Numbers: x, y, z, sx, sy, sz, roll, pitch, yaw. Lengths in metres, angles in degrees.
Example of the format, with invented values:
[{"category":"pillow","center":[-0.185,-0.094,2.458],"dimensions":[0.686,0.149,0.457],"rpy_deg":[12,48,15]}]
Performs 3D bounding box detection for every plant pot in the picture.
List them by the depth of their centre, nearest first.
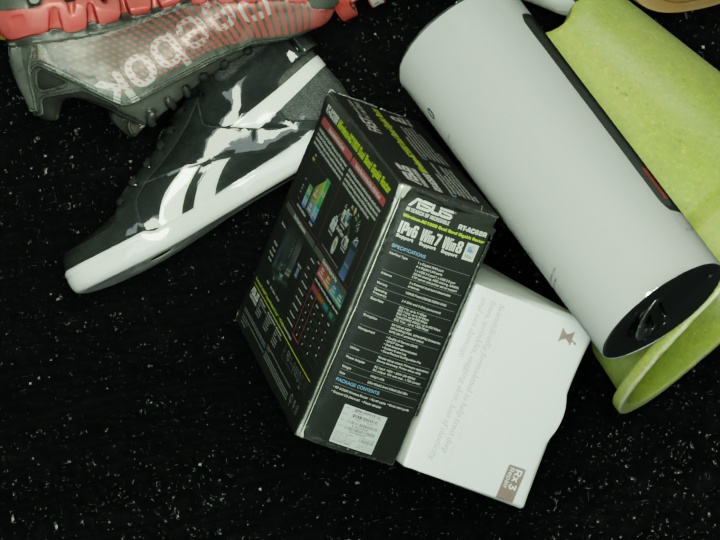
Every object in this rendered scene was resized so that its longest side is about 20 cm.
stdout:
[{"category":"plant pot","center":[0.159,-0.052,1.672],"dimensions":[0.200,0.200,0.184],"rpy_deg":[-44,78,4]}]

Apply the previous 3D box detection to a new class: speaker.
[{"category":"speaker","center":[0.106,-0.051,1.562],"dimensions":[0.081,0.081,0.200],"rpy_deg":[-37,68,4]}]

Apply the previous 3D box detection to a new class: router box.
[{"category":"router box","center":[0.000,0.000,1.625],"dimensions":[0.062,0.200,0.150],"rpy_deg":[18,103,-18]}]

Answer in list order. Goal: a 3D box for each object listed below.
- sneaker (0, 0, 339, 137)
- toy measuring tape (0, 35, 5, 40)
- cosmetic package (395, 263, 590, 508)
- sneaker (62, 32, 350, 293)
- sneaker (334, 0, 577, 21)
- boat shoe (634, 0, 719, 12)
[{"category":"sneaker","center":[-0.108,-0.129,1.674],"dimensions":[0.200,0.071,0.098],"rpy_deg":[-8,102,-6]},{"category":"toy measuring tape","center":[-0.140,-0.197,1.739],"dimensions":[0.200,0.074,0.074],"rpy_deg":[-41,90,-14]},{"category":"cosmetic package","center":[0.049,0.051,1.659],"dimensions":[0.081,0.200,0.113],"rpy_deg":[20,92,-17]},{"category":"sneaker","center":[-0.108,-0.078,1.735],"dimensions":[0.200,0.073,0.112],"rpy_deg":[-31,88,-4]},{"category":"sneaker","center":[0.035,-0.180,1.722],"dimensions":[0.201,0.067,0.108],"rpy_deg":[36,95,4]},{"category":"boat shoe","center":[0.233,-0.187,1.709],"dimensions":[0.199,0.072,0.072],"rpy_deg":[-9,103,-18]}]
